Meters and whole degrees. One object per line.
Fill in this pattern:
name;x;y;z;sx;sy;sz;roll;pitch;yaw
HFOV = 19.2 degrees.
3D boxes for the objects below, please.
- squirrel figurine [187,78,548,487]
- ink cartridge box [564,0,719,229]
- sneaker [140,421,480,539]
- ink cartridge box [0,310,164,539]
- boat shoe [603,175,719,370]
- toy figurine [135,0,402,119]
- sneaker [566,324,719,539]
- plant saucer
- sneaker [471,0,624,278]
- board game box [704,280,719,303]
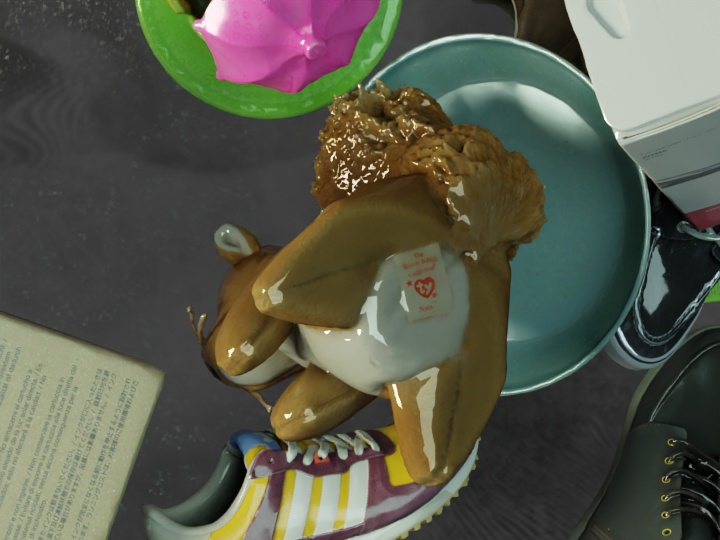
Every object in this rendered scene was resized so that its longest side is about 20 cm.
squirrel figurine;0.000;0.000;1.131;0.142;0.187;0.200;41;71;-19
ink cartridge box;0.171;-0.119;1.123;0.083;0.200;0.147;-21;73;14
sneaker;-0.025;0.116;1.181;0.200;0.075;0.090;-33;108;-18
ink cartridge box;-0.214;0.118;1.108;0.165;0.075;0.200;21;85;-19
boat shoe;0.198;-0.036;1.238;0.072;0.068;0.200;28;80;-19
toy figurine;-0.057;-0.162;1.085;0.150;0.184;0.200;-41;101;2
sneaker;0.196;0.127;1.248;0.075;0.106;0.200;30;81;-19
plant saucer;0.073;-0.031;1.180;0.036;0.200;0.200;-13;98;-61
sneaker;0.108;-0.083;1.221;0.075;0.070;0.200;-6;72;1
board game box;0.136;-0.021;1.263;0.200;0.030;0.096;-5;92;-24
